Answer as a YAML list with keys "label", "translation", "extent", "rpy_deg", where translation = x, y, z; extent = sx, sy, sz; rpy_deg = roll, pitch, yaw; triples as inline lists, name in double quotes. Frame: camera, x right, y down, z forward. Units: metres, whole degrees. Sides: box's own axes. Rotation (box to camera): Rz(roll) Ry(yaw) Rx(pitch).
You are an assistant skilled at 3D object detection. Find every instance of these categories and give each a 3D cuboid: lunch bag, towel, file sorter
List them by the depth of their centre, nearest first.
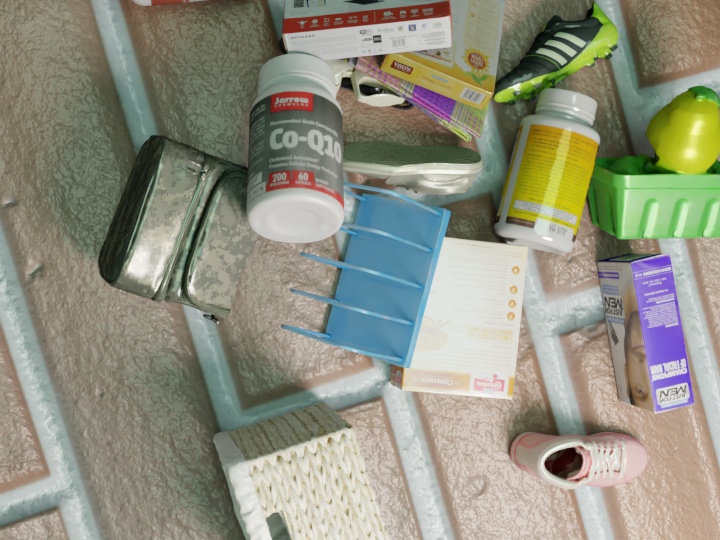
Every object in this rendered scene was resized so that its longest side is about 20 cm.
- label: "lunch bag"
  translation: [-0.206, -0.052, 1.156]
  extent: [0.166, 0.139, 0.202]
  rpy_deg: [21, 88, -27]
- label: "file sorter"
  translation: [0.000, 0.000, 1.167]
  extent: [0.122, 0.138, 0.202]
  rpy_deg: [16, 88, -51]
- label: "towel"
  translation: [0.081, -0.262, 1.213]
  extent: [0.199, 0.023, 0.145]
  rpy_deg: [29, 53, -15]

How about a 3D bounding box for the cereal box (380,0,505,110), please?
- label: "cereal box"
  translation: [0.110, -0.312, 1.207]
  extent: [0.142, 0.040, 0.202]
  rpy_deg: [19, 57, -11]

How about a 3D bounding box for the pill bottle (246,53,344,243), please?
- label: "pill bottle"
  translation: [-0.076, -0.145, 1.112]
  extent: [0.112, 0.114, 0.202]
  rpy_deg: [3, 65, -10]

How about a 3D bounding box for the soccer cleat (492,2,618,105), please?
- label: "soccer cleat"
  translation: [0.253, -0.290, 1.273]
  extent: [0.199, 0.068, 0.082]
  rpy_deg: [-28, 80, -11]

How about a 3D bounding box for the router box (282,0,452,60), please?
- label: "router box"
  translation: [0.008, -0.342, 1.155]
  extent: [0.197, 0.049, 0.181]
  rpy_deg: [-5, 56, 6]

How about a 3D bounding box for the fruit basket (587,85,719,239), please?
- label: "fruit basket"
  translation: [0.409, -0.147, 1.251]
  extent: [0.213, 0.156, 0.218]
  rpy_deg: [-3, 107, -10]

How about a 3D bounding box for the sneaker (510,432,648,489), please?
- label: "sneaker"
  translation: [0.310, 0.258, 1.270]
  extent: [0.198, 0.105, 0.076]
  rpy_deg: [6, 88, -12]

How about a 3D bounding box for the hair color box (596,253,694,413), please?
- label: "hair color box"
  translation: [0.382, 0.081, 1.276]
  extent: [0.064, 0.109, 0.203]
  rpy_deg: [-12, 93, -10]

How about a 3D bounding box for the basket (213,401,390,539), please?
- label: "basket"
  translation: [-0.072, 0.281, 1.152]
  extent: [0.159, 0.200, 0.200]
  rpy_deg: [-19, 95, -11]

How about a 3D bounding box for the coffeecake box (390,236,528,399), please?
- label: "coffeecake box"
  translation: [0.128, 0.060, 1.246]
  extent: [0.152, 0.073, 0.203]
  rpy_deg: [6, 90, -11]

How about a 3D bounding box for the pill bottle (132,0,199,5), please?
- label: "pill bottle"
  translation: [-0.228, -0.383, 1.151]
  extent: [0.197, 0.112, 0.114]
  rpy_deg: [-8, 93, -10]

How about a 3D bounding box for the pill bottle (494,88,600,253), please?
- label: "pill bottle"
  translation: [0.250, -0.131, 1.247]
  extent: [0.108, 0.109, 0.202]
  rpy_deg: [15, 89, -10]

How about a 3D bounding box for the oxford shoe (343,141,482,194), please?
- label: "oxford shoe"
  translation: [0.061, -0.130, 1.237]
  extent: [0.197, 0.076, 0.058]
  rpy_deg: [3, 127, -9]

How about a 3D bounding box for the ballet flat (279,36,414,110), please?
- label: "ballet flat"
  translation: [-0.011, -0.251, 1.212]
  extent: [0.198, 0.073, 0.074]
  rpy_deg: [15, 89, -13]
